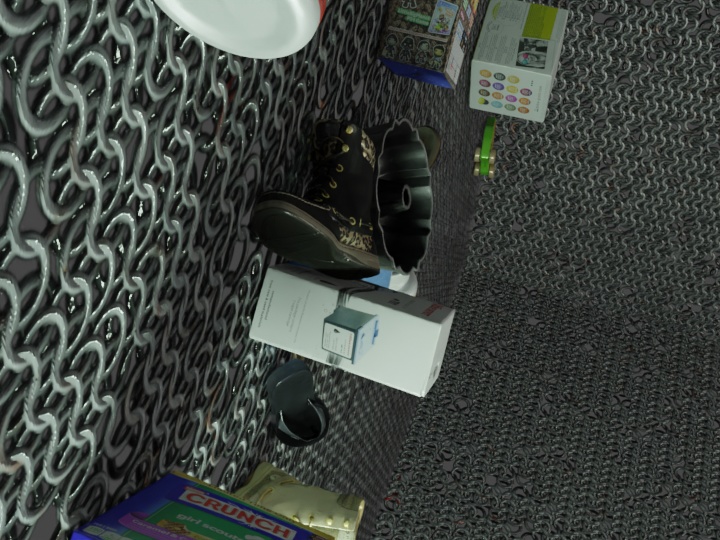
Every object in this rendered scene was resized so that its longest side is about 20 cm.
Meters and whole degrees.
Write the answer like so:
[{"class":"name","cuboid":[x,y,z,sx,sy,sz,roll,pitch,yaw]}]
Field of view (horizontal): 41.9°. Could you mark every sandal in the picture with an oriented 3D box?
[{"class":"sandal","cuboid":[-0.078,0.183,1.190,0.075,0.043,0.201,-30,149,-9]},{"class":"sandal","cuboid":[0.083,-0.160,1.556,0.055,0.081,0.202,51,55,-57]}]

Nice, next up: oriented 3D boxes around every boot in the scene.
[{"class":"boot","cuboid":[-0.083,0.312,1.124,0.200,0.153,0.074,-47,151,-69]},{"class":"boot","cuboid":[-0.040,-0.085,0.977,0.199,0.072,0.153,27,59,-52]}]

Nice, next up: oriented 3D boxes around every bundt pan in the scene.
[{"class":"bundt pan","cuboid":[0.027,-0.095,1.226,0.201,0.075,0.205,0,90,-66]}]

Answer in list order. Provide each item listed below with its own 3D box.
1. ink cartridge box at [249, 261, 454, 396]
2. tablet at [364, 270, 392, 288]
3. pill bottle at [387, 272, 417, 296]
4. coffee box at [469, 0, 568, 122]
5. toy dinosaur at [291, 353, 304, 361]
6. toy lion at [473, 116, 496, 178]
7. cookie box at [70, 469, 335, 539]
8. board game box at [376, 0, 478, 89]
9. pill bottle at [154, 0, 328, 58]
[{"class":"ink cartridge box","cuboid":[-0.004,0.059,1.045,0.146,0.197,0.087,-17,122,-78]},{"class":"tablet","cuboid":[0.000,0.000,1.343,0.129,0.014,0.203,-12,122,-41]},{"class":"pill bottle","cuboid":[0.032,0.054,1.491,0.110,0.108,0.202,-64,166,-45]},{"class":"coffee box","cuboid":[0.382,-0.515,2.300,0.200,0.195,0.202,80,26,-66]},{"class":"toy dinosaur","cuboid":[-0.062,0.053,1.189,0.101,0.057,0.203,-160,-94,-84]},{"class":"toy lion","cuboid":[0.411,-0.411,3.029,0.200,0.068,0.195,65,35,-74]},{"class":"cookie box","cuboid":[-0.124,0.246,0.763,0.200,0.169,0.076,0,110,-80]},{"class":"board game box","cuboid":[0.103,-0.366,1.282,0.159,0.096,0.203,-12,117,-79]},{"class":"pill bottle","cuboid":[-0.049,-0.244,0.580,0.116,0.114,0.202,81,27,-67]}]
